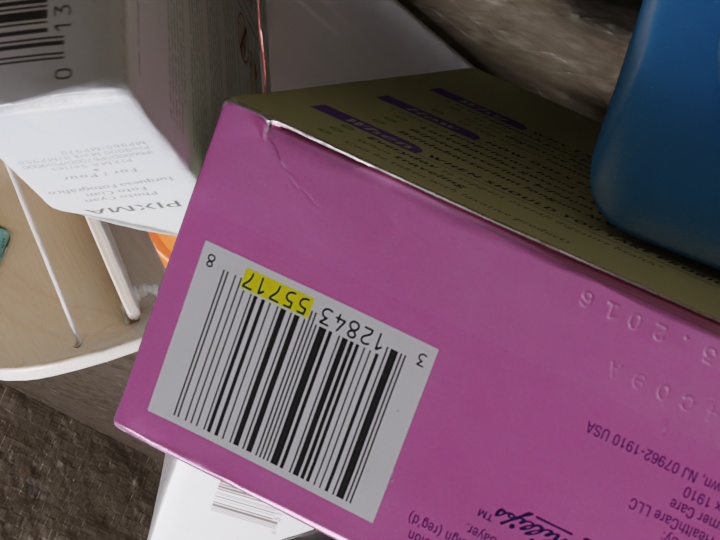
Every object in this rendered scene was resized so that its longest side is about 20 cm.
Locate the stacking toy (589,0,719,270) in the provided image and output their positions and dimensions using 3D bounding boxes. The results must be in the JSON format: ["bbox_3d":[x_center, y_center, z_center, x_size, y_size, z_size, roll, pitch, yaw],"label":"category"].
[{"bbox_3d":[0.142,-0.043,0.623,0.110,0.116,0.200,18,180,15],"label":"stacking toy"}]

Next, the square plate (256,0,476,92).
[{"bbox_3d":[0.000,0.000,0.809,0.028,0.198,0.200,-3,155,39],"label":"square plate"}]

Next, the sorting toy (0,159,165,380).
[{"bbox_3d":[-0.186,-0.044,0.802,0.107,0.180,0.200,-143,31,-75],"label":"sorting toy"}]

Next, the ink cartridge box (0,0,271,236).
[{"bbox_3d":[-0.063,-0.088,0.617,0.047,0.160,0.200,-6,164,6],"label":"ink cartridge box"}]

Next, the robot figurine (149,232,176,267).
[{"bbox_3d":[-0.065,-0.049,0.924,0.200,0.117,0.144,5,116,58],"label":"robot figurine"}]

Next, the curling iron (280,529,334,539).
[{"bbox_3d":[0.057,0.086,0.742,0.200,0.050,0.026,-9,167,14],"label":"curling iron"}]

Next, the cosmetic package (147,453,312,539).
[{"bbox_3d":[-0.040,0.048,1.024,0.085,0.108,0.200,17,-153,-5],"label":"cosmetic package"}]

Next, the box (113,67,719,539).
[{"bbox_3d":[0.060,0.022,0.626,0.176,0.097,0.200,25,-164,17],"label":"box"}]
